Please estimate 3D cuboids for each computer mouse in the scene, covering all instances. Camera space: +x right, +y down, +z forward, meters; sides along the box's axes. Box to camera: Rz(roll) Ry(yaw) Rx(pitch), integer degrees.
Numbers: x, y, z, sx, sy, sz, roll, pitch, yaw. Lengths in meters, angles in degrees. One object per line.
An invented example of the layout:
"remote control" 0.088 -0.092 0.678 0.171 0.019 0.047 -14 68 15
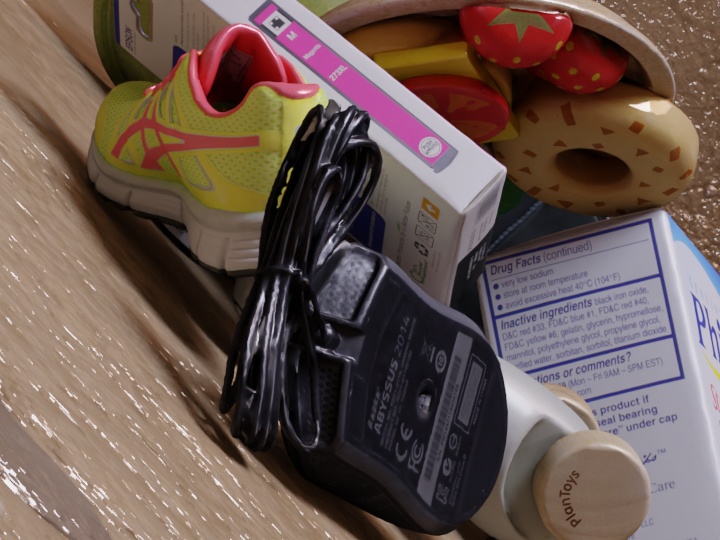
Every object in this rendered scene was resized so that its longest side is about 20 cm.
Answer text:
"computer mouse" -0.003 0.035 1.106 0.053 0.139 0.200 5 -24 29

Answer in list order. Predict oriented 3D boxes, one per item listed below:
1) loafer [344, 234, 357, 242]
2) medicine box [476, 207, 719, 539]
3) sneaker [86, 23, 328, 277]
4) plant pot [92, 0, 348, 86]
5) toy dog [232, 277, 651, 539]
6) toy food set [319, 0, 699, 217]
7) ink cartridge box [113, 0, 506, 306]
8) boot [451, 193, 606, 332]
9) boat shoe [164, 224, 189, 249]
"loafer" 0.000 0.000 1.367 0.071 0.073 0.200 28 -34 13
"medicine box" 0.145 0.094 1.441 0.182 0.103 0.200 38 40 -66
"sneaker" -0.055 -0.061 1.191 0.078 0.090 0.200 -4 17 -27
"plant pot" -0.021 -0.114 1.576 0.200 0.200 0.184 43 6 -45
"toy dog" 0.025 0.072 1.233 0.200 0.096 0.132 33 5 7
"toy food set" 0.051 -0.075 1.354 0.200 0.198 0.049 48 39 -58
"ink cartridge box" -0.025 -0.072 1.241 0.200 0.037 0.095 38 -22 13
"boot" 0.051 -0.014 1.613 0.198 0.162 0.073 50 3 32
"boat shoe" -0.056 -0.033 1.422 0.069 0.057 0.200 48 4 8
